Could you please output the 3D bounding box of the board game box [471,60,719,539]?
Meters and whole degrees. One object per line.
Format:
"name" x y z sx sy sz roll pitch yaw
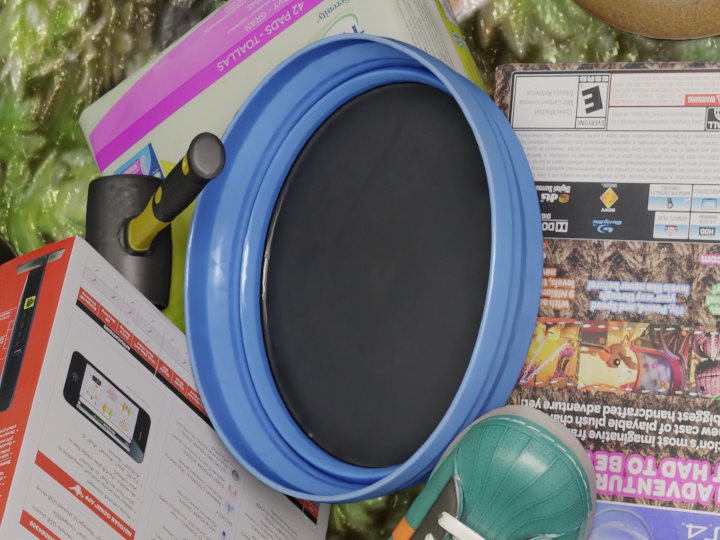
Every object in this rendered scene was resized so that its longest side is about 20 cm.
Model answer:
"board game box" 0.138 0.018 1.014 0.159 0.097 0.201 3 86 37

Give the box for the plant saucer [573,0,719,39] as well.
"plant saucer" 0.142 -0.204 1.077 0.200 0.035 0.201 -5 81 36

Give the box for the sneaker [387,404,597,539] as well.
"sneaker" 0.030 0.139 0.981 0.071 0.080 0.200 34 131 7

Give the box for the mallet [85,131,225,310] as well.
"mallet" -0.089 -0.037 1.081 0.200 0.041 0.066 130 138 -65

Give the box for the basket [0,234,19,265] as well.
"basket" -0.282 0.075 1.285 0.136 0.180 0.200 30 112 18

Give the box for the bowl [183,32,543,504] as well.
"bowl" 0.000 0.000 1.048 0.200 0.039 0.201 -9 78 46

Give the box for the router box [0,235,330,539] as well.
"router box" -0.097 0.114 1.072 0.049 0.200 0.180 -20 40 30

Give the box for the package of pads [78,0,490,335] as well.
"package of pads" -0.031 -0.055 1.165 0.200 0.068 0.155 -35 65 28
